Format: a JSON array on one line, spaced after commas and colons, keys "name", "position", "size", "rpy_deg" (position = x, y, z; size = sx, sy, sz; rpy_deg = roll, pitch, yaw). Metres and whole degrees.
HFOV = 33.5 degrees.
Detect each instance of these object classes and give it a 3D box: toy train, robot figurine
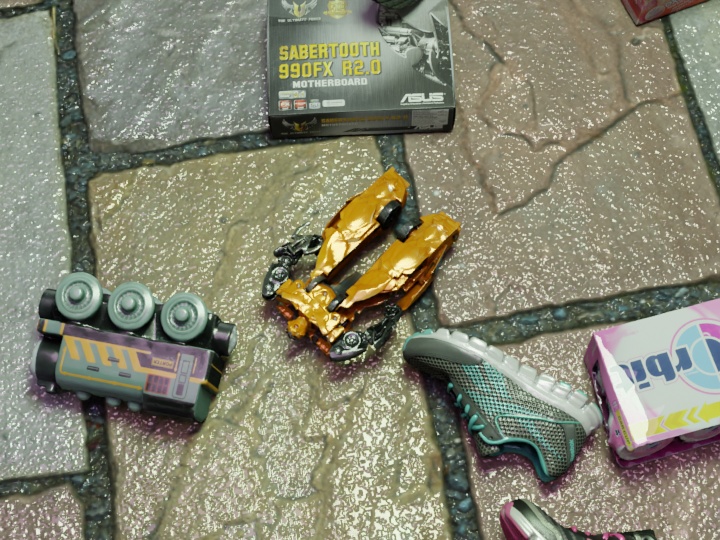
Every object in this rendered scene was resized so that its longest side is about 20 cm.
[{"name": "toy train", "position": [-0.217, 0.074, 1.134], "size": [0.196, 0.085, 0.116], "rpy_deg": [10, 76, 6]}, {"name": "robot figurine", "position": [0.000, 0.000, 1.173], "size": [0.145, 0.058, 0.200], "rpy_deg": [40, 72, 17]}]

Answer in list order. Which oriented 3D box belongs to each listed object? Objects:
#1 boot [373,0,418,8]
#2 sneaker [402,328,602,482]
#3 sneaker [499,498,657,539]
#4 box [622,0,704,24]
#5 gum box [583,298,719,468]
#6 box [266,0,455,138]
[{"name": "boot", "position": [0.023, -0.344, 1.293], "size": [0.129, 0.069, 0.200], "rpy_deg": [19, 39, 28]}, {"name": "sneaker", "position": [0.120, 0.125, 1.108], "size": [0.198, 0.078, 0.092], "rpy_deg": [25, 72, 13]}, {"name": "sneaker", "position": [0.215, 0.253, 1.049], "size": [0.199, 0.074, 0.088], "rpy_deg": [35, 71, 10]}, {"name": "box", "position": [0.313, -0.389, 1.323], "size": [0.101, 0.095, 0.202], "rpy_deg": [-19, 67, -8]}, {"name": "gum box", "position": [0.312, 0.099, 1.118], "size": [0.196, 0.066, 0.115], "rpy_deg": [-14, 65, -5]}, {"name": "box", "position": [-0.001, -0.225, 1.279], "size": [0.196, 0.049, 0.161], "rpy_deg": [-2, 66, 0]}]
